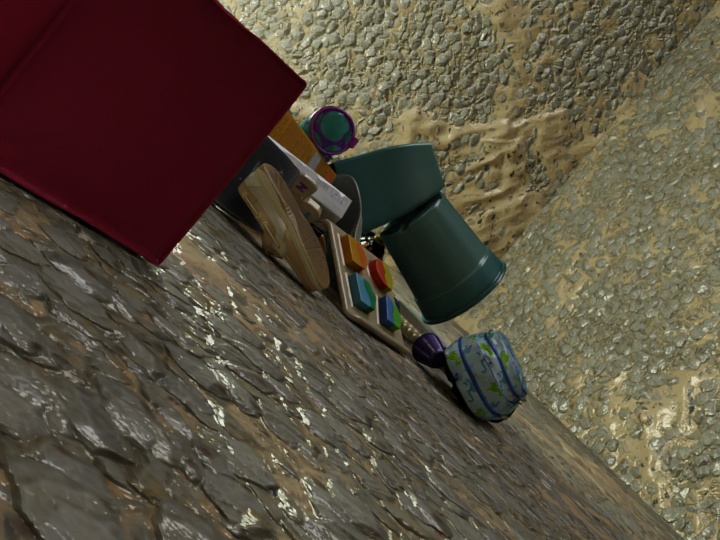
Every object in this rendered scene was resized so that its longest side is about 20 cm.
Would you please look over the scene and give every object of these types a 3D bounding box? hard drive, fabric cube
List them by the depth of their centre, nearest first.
[{"bbox_3d":[-0.204,-0.165,0.726,0.200,0.196,0.199,38,6,-46],"label":"fabric cube"},{"bbox_3d":[-0.197,-0.163,1.354,0.200,0.136,0.042,41,-24,-22],"label":"hard drive"}]

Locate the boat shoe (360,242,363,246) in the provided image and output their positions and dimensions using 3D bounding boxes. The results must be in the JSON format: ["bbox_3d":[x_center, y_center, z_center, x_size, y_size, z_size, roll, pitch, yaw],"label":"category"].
[{"bbox_3d":[0.000,0.000,1.666,0.056,0.067,0.201,8,37,-29],"label":"boat shoe"}]

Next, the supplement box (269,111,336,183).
[{"bbox_3d":[-0.125,-0.206,1.541,0.066,0.069,0.200,9,-30,42],"label":"supplement box"}]

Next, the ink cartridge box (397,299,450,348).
[{"bbox_3d":[0.146,0.150,1.855,0.200,0.050,0.161,47,5,18],"label":"ink cartridge box"}]

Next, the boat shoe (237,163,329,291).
[{"bbox_3d":[-0.112,-0.052,1.318,0.201,0.069,0.074,63,18,9],"label":"boat shoe"}]

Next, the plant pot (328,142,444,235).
[{"bbox_3d":[0.048,-0.167,1.750,0.141,0.198,0.143,-169,-122,-76],"label":"plant pot"}]

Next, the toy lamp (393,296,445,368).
[{"bbox_3d":[0.089,0.111,1.617,0.058,0.058,0.200,38,2,-34],"label":"toy lamp"}]

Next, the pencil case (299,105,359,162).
[{"bbox_3d":[-0.068,-0.239,1.650,0.092,0.085,0.200,36,-7,-11],"label":"pencil case"}]

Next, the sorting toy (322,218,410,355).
[{"bbox_3d":[0.015,0.025,1.487,0.185,0.036,0.201,36,30,-50],"label":"sorting toy"}]

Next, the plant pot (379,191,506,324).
[{"bbox_3d":[0.150,-0.034,1.791,0.197,0.199,0.200,54,0,-14],"label":"plant pot"}]

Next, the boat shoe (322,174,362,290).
[{"bbox_3d":[-0.032,-0.065,1.608,0.074,0.204,0.065,-3,-5,1],"label":"boat shoe"}]

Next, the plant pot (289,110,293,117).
[{"bbox_3d":[-0.191,-0.211,1.636,0.135,0.199,0.200,59,3,-1],"label":"plant pot"}]

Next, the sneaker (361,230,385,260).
[{"bbox_3d":[0.015,-0.031,1.787,0.070,0.090,0.200,40,4,-20],"label":"sneaker"}]

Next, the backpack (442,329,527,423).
[{"bbox_3d":[0.207,0.171,1.525,0.199,0.153,0.165,9,59,-58],"label":"backpack"}]

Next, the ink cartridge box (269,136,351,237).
[{"bbox_3d":[-0.119,-0.143,1.510,0.199,0.044,0.094,38,-31,-11],"label":"ink cartridge box"}]

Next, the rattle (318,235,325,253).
[{"bbox_3d":[-0.068,-0.100,1.718,0.142,0.131,0.200,29,21,-10],"label":"rattle"}]

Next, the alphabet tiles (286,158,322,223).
[{"bbox_3d":[-0.156,-0.142,1.485,0.200,0.015,0.195,41,-34,-16],"label":"alphabet tiles"}]
